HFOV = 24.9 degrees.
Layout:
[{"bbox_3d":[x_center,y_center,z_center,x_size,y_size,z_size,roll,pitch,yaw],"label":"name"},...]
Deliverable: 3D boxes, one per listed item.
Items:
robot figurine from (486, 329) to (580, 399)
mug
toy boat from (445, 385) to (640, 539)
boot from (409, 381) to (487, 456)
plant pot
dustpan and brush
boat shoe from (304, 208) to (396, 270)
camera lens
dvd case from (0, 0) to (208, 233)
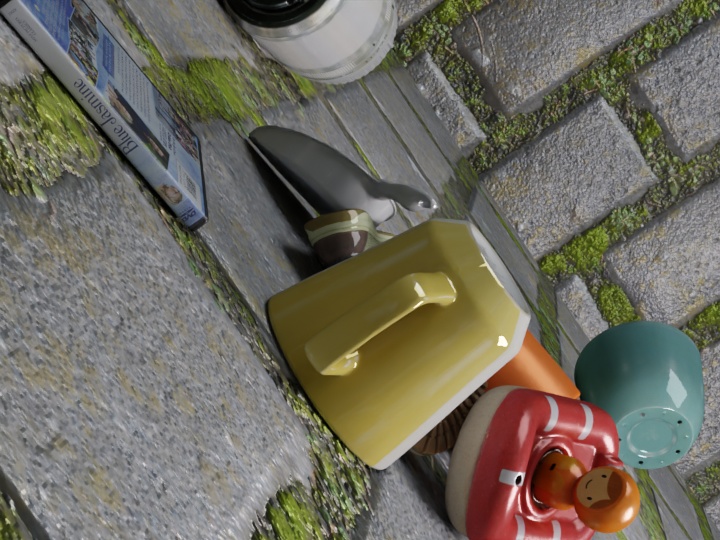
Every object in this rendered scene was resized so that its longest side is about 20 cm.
[{"bbox_3d":[0.133,0.123,1.466,0.200,0.117,0.144,50,1,8],"label":"robot figurine"},{"bbox_3d":[0.038,0.047,1.159,0.150,0.153,0.187,53,10,-19],"label":"mug"},{"bbox_3d":[0.161,0.168,1.289,0.130,0.131,0.200,15,0,41],"label":"toy boat"},{"bbox_3d":[0.048,0.079,1.343,0.075,0.107,0.200,43,42,-24],"label":"boot"},{"bbox_3d":[0.433,0.204,2.492,0.201,0.200,0.161,51,22,-28],"label":"plant pot"},{"bbox_3d":[-0.002,-0.070,1.429,0.140,0.057,0.200,47,-7,-35],"label":"dustpan and brush"},{"bbox_3d":[0.001,0.000,1.409,0.201,0.071,0.066,40,39,-72],"label":"boat shoe"},{"bbox_3d":[-0.057,-0.312,1.850,0.160,0.160,0.200,60,10,22],"label":"camera lens"},{"bbox_3d":[-0.172,-0.129,1.110,0.200,0.018,0.143,50,11,-26],"label":"dvd case"}]
